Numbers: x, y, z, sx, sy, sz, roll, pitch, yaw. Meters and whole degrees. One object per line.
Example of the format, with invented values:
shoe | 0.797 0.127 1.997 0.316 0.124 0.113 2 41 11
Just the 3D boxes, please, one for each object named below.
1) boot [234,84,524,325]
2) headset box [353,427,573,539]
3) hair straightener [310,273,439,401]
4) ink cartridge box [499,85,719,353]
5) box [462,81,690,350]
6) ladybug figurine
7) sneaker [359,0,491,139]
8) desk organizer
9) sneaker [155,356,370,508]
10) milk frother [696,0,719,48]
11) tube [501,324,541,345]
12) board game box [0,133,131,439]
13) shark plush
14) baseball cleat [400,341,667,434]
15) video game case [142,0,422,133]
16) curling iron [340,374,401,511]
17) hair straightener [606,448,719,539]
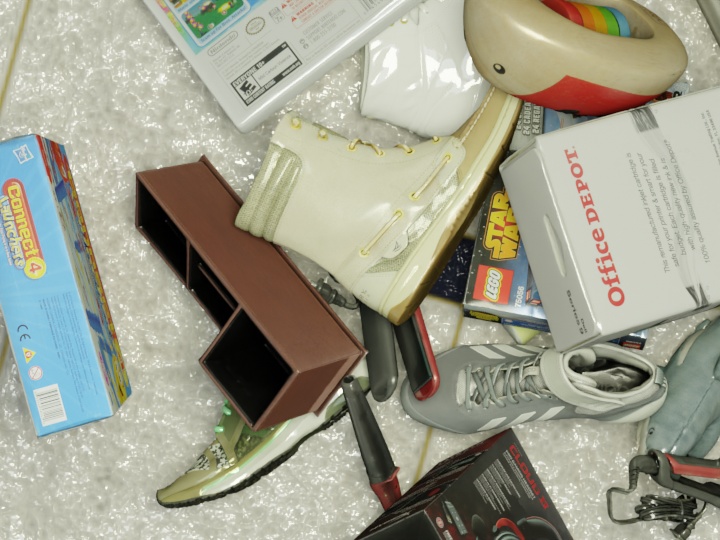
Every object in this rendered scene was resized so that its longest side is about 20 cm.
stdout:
boot | 0.017 -0.082 1.520 0.154 0.072 0.201 30 82 9
headset box | 0.090 0.214 1.533 0.075 0.200 0.149 -28 91 28
hair straightener | 0.000 0.000 1.552 0.077 0.041 0.201 -3 72 -28
ink cartridge box | 0.215 -0.041 1.488 0.199 0.084 0.147 -15 83 -19
box | 0.159 -0.052 1.561 0.136 0.040 0.201 11 74 5
ladybug figurine | 0.149 -0.157 1.501 0.199 0.136 0.072 5 123 -40
sneaker | 0.058 -0.198 1.572 0.115 0.074 0.201 15 92 -5
desk organizer | -0.095 0.016 1.525 0.200 0.077 0.072 50 124 19
sneaker | -0.078 0.102 1.582 0.200 0.077 0.089 -36 82 -8
milk frother | 0.315 -0.237 1.511 0.180 0.200 0.189 -27 92 9
tube | 0.183 -0.024 1.594 0.200 0.052 0.058 -36 128 -4
board game box | -0.220 0.008 1.506 0.056 0.196 0.201 -15 92 -2
shark plush | 0.279 0.074 1.580 0.200 0.083 0.091 -38 92 -1
baseball cleat | 0.122 0.076 1.543 0.199 0.106 0.070 -5 72 10
video game case | -0.058 -0.228 1.563 0.200 0.024 0.182 -37 71 0
curling iron | 0.018 0.158 1.553 0.025 0.050 0.201 -10 121 7
hair straightener | 0.249 0.174 1.552 0.199 0.041 0.077 9 113 -42
